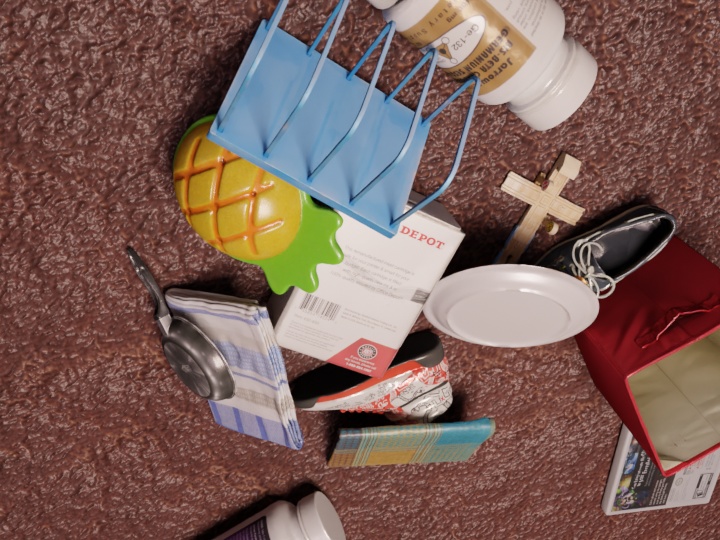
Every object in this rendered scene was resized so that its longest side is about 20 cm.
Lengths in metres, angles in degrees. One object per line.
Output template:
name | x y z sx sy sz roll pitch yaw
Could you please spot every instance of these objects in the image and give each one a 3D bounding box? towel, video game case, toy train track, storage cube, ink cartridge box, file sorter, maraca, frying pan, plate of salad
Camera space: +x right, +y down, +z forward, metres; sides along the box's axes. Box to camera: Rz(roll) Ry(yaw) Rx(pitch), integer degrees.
towel | -0.142 0.113 0.788 0.145 0.024 0.203 8 125 31
video game case | 0.465 0.278 1.045 0.178 0.023 0.203 -3 118 -10
toy train track | 0.198 -0.042 0.819 0.113 0.033 0.202 21 112 -20
storage cube | 0.372 0.095 0.841 0.169 0.180 0.201 -29 118 5
towel | 0.061 0.222 0.895 0.196 0.022 0.147 0 150 -10
ink cartridge box | 0.000 0.000 0.771 0.145 0.083 0.202 21 112 -21
file sorter | -0.010 -0.151 0.625 0.198 0.141 0.122 27 153 -16
maraca | -0.103 -0.063 0.688 0.200 0.107 0.137 43 122 -1
frying pan | -0.193 0.070 0.756 0.031 0.114 0.192 -42 127 -34
plate of salad | 0.169 0.037 0.799 0.196 0.049 0.201 5 151 3

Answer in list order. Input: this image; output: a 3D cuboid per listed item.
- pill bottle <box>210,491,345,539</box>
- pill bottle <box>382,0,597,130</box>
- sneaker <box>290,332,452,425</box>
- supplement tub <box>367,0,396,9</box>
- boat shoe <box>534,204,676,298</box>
pill bottle | -0.122 0.380 0.926 0.198 0.112 0.112 -32 119 6
pill bottle | 0.127 -0.226 0.662 0.199 0.115 0.115 32 107 -24
sneaker | 0.020 0.161 0.868 0.198 0.067 0.109 -20 117 -4
supplement tub | 0.024 -0.339 0.566 0.143 0.145 0.201 30 108 -24
boat shoe | 0.278 -0.008 0.820 0.198 0.062 0.076 -28 93 9
